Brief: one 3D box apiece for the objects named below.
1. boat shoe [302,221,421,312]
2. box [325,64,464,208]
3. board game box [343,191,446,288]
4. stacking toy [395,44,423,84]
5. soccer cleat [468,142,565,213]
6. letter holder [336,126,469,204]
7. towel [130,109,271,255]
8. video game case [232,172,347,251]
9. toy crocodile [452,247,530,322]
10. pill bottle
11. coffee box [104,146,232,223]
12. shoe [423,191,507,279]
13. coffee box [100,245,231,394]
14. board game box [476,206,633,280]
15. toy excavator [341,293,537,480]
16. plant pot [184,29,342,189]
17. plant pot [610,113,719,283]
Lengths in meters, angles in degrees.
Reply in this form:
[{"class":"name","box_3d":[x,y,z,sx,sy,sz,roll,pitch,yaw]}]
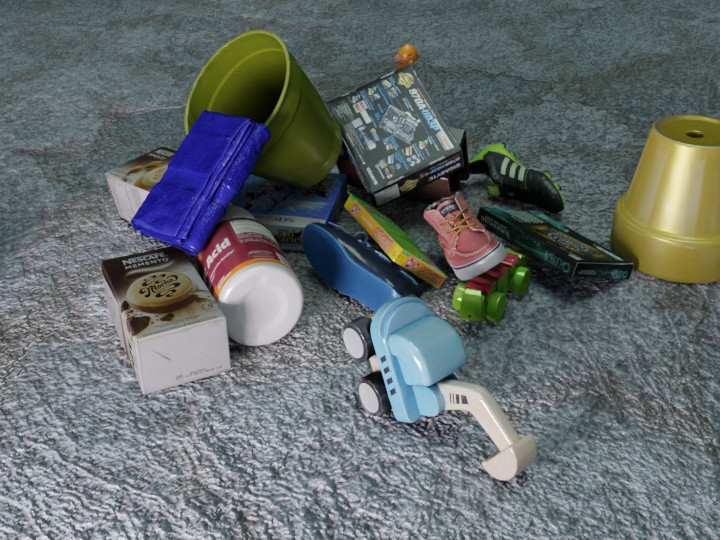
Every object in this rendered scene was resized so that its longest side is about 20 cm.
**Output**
[{"class":"boat shoe","box_3d":[0.000,0.000,1.268,0.068,0.085,0.200,-19,51,-43]},{"class":"box","box_3d":[0.051,-0.216,1.454,0.156,0.046,0.202,-25,59,-3]},{"class":"board game box","box_3d":[0.044,-0.048,1.331,0.095,0.030,0.201,30,15,-35]},{"class":"stacking toy","box_3d":[0.080,-0.303,1.641,0.113,0.204,0.110,-8,31,-12]},{"class":"soccer cleat","box_3d":[0.255,-0.140,1.508,0.080,0.068,0.200,-32,44,-12]},{"class":"letter holder","box_3d":[0.074,-0.170,1.535,0.196,0.143,0.102,13,64,18]},{"class":"towel","box_3d":[-0.219,-0.126,1.235,0.146,0.050,0.202,18,71,39]},{"class":"video game case","box_3d":[-0.124,-0.100,1.453,0.177,0.046,0.201,5,31,8]},{"class":"toy crocodile","box_3d":[0.179,0.014,1.239,0.066,0.063,0.199,17,34,27]},{"class":"pill bottle","box_3d":[-0.154,-0.001,1.214,0.112,0.116,0.200,-11,32,-18]},{"class":"coffee box","box_3d":[-0.295,-0.120,1.405,0.113,0.081,0.199,-29,29,-27]},{"class":"shoe","box_3d":[0.135,-0.050,1.253,0.071,0.092,0.200,-30,10,-2]},{"class":"coffee box","box_3d":[-0.247,0.055,1.154,0.111,0.081,0.200,-14,33,-22]},{"class":"board game box","box_3d":[0.278,-0.040,1.327,0.133,0.029,0.199,1,24,-39]},{"class":"toy excavator","box_3d":[0.088,0.124,0.999,0.099,0.199,0.198,-21,8,-33]},{"class":"plant pot","box_3d":[-0.128,-0.220,1.391,0.199,0.203,0.192,30,-2,41]},{"class":"plant pot","box_3d":[0.471,-0.113,1.329,0.196,0.193,0.202,-1,29,0]}]
